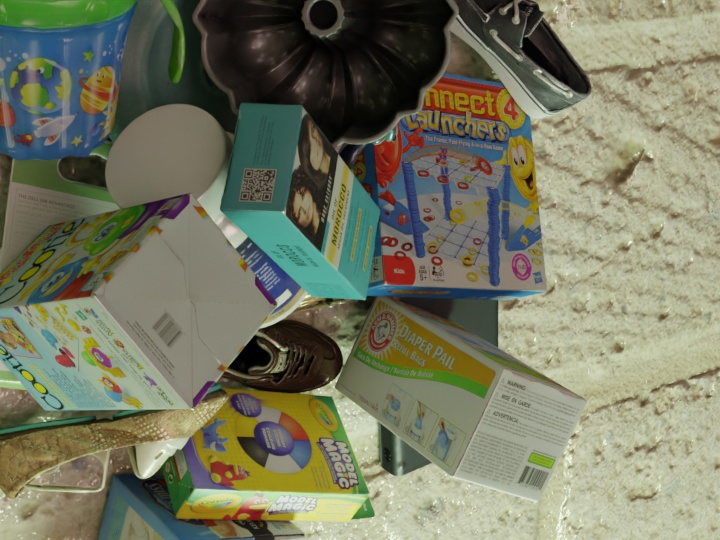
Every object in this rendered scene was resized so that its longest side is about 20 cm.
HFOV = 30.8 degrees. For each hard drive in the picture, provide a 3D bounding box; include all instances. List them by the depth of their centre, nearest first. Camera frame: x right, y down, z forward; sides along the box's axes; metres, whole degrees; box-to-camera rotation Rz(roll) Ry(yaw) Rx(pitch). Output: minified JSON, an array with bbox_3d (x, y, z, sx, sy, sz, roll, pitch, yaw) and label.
[{"bbox_3d":[0.080,0.094,1.315,0.139,0.033,0.201,-17,117,-32],"label":"hard drive"}]

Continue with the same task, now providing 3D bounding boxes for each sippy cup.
[{"bbox_3d":[-0.225,-0.153,0.928,0.140,0.177,0.131,-54,154,-55],"label":"sippy cup"}]

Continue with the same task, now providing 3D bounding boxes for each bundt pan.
[{"bbox_3d":[-0.021,-0.195,0.992,0.076,0.201,0.203,-45,147,-74],"label":"bundt pan"}]

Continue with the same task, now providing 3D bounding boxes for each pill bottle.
[{"bbox_3d":[-0.114,-0.040,1.019,0.116,0.116,0.200,-52,153,-9],"label":"pill bottle"}]

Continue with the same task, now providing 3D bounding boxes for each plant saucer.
[{"bbox_3d":[-0.119,-0.164,1.052,0.200,0.036,0.201,-13,112,-35],"label":"plant saucer"}]

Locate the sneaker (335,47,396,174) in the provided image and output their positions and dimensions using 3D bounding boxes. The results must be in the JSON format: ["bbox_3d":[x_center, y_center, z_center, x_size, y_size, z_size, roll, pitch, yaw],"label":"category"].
[{"bbox_3d":[0.004,-0.149,1.074,0.078,0.086,0.200,-15,136,-59],"label":"sneaker"}]

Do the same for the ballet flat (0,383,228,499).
[{"bbox_3d":[-0.200,0.142,1.058,0.199,0.071,0.066,-12,86,-3],"label":"ballet flat"}]

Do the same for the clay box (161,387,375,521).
[{"bbox_3d":[-0.078,0.161,1.149,0.199,0.115,0.048,7,132,-32],"label":"clay box"}]

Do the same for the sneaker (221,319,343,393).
[{"bbox_3d":[-0.084,0.081,1.155,0.200,0.075,0.071,14,98,-40],"label":"sneaker"}]

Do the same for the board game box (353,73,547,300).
[{"bbox_3d":[0.072,-0.075,1.175,0.200,0.056,0.197,2,79,-39],"label":"board game box"}]

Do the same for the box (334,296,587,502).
[{"bbox_3d":[0.084,0.110,1.172,0.112,0.200,0.102,22,95,-36],"label":"box"}]

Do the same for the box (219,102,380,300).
[{"bbox_3d":[-0.040,-0.046,0.980,0.200,0.049,0.083,48,49,-65],"label":"box"}]

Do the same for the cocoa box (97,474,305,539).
[{"bbox_3d":[-0.157,0.294,1.144,0.131,0.133,0.201,7,103,-39],"label":"cocoa box"}]

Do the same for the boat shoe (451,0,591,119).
[{"bbox_3d":[0.134,-0.222,1.178,0.200,0.068,0.072,49,54,-18],"label":"boat shoe"}]

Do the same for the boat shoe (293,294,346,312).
[{"bbox_3d":[0.000,0.000,1.190,0.200,0.073,0.063,-21,117,-31],"label":"boat shoe"}]

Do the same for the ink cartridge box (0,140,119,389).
[{"bbox_3d":[-0.228,-0.004,1.034,0.145,0.048,0.201,11,77,-40],"label":"ink cartridge box"}]

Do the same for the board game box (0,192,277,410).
[{"bbox_3d":[-0.173,0.027,0.915,0.105,0.200,0.103,54,55,-23],"label":"board game box"}]
